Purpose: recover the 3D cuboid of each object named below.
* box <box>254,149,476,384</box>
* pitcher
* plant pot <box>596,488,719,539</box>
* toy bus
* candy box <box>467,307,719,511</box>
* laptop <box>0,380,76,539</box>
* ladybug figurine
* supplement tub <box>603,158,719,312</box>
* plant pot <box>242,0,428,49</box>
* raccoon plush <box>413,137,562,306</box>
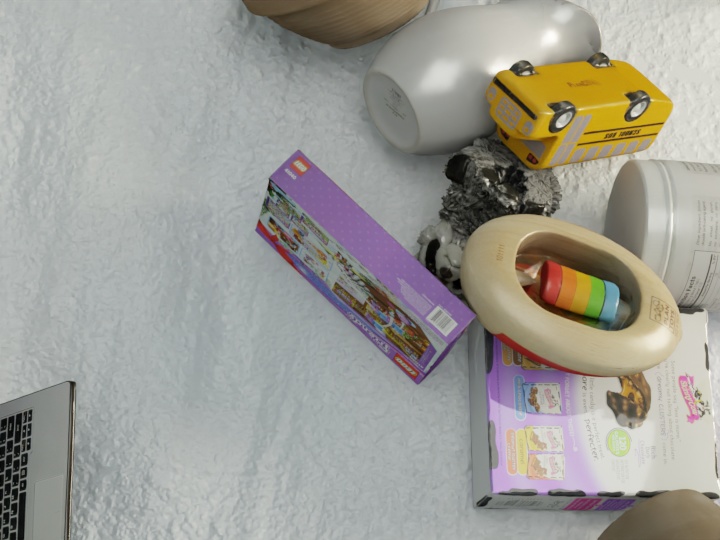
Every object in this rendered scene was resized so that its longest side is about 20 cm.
[{"bbox_3d":[0.000,0.000,1.463,0.200,0.137,0.039,43,71,6],"label":"box"},{"bbox_3d":[0.088,-0.197,1.569,0.200,0.121,0.172,-31,55,-25],"label":"pitcher"},{"bbox_3d":[0.271,0.276,1.396,0.200,0.200,0.174,-21,52,-16],"label":"plant pot"},{"bbox_3d":[0.187,-0.138,1.525,0.200,0.078,0.065,-12,51,-44],"label":"toy bus"},{"bbox_3d":[0.197,0.117,1.493,0.200,0.072,0.168,3,71,-9],"label":"candy box"},{"bbox_3d":[-0.325,0.186,1.357,0.116,0.200,0.187,15,65,-41],"label":"laptop"},{"bbox_3d":[0.168,0.029,1.432,0.200,0.072,0.136,22,51,-10],"label":"ladybug figurine"},{"bbox_3d":[0.326,-0.027,1.534,0.200,0.132,0.132,5,71,-8],"label":"supplement tub"},{"bbox_3d":[-0.003,-0.259,1.548,0.201,0.201,0.093,-37,115,-19],"label":"plant pot"},{"bbox_3d":[0.125,-0.042,1.549,0.097,0.134,0.200,43,36,22],"label":"raccoon plush"}]
